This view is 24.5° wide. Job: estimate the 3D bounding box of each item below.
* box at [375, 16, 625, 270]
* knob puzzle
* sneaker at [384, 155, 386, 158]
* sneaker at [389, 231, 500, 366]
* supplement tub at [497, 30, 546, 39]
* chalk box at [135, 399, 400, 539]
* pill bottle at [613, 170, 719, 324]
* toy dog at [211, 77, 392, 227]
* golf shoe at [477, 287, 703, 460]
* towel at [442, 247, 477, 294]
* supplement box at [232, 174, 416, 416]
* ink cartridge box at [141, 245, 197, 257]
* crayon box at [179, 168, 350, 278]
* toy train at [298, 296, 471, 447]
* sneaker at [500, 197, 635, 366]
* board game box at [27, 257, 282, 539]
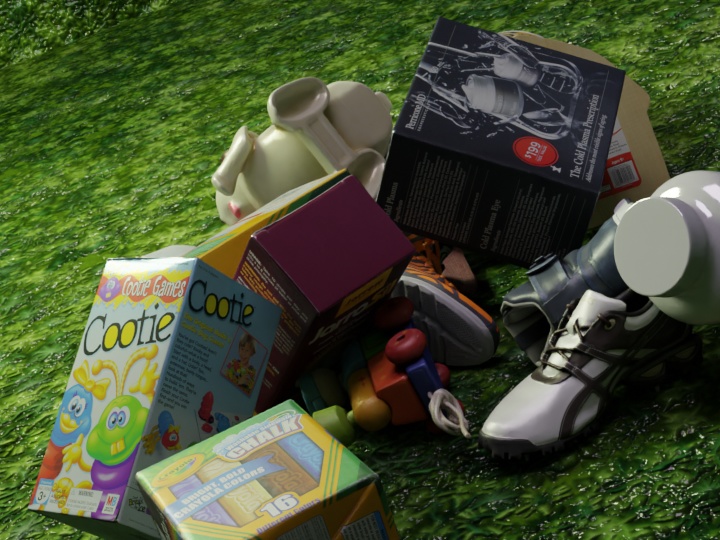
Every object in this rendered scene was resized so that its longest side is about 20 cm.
[{"bbox_3d":[0.124,-0.111,1.463,0.181,0.104,0.200,16,40,4],"label":"box"},{"bbox_3d":[0.182,-0.130,1.584,0.219,0.220,0.030,-19,-9,-1],"label":"knob puzzle"},{"bbox_3d":[0.049,-0.084,1.639,0.075,0.085,0.200,-6,7,-16],"label":"sneaker"},{"bbox_3d":[0.060,0.006,1.432,0.200,0.078,0.112,28,46,33],"label":"sneaker"},{"bbox_3d":[0.146,-0.174,1.716,0.144,0.145,0.200,-9,6,23],"label":"supplement tub"},{"bbox_3d":[-0.061,0.177,1.097,0.124,0.125,0.200,-25,23,-15],"label":"chalk box"},{"bbox_3d":[0.276,-0.016,1.208,0.199,0.111,0.111,0,5,-41],"label":"pill bottle"},{"bbox_3d":[-0.071,-0.108,1.659,0.200,0.140,0.194,-35,16,43],"label":"toy dog"},{"bbox_3d":[0.160,0.065,1.231,0.200,0.095,0.078,-30,25,-24],"label":"golf shoe"},{"bbox_3d":[0.000,0.000,1.553,0.199,0.023,0.144,-4,20,-5],"label":"towel"},{"bbox_3d":[-0.045,0.027,1.359,0.110,0.086,0.200,-32,-16,-31],"label":"supplement box"},{"bbox_3d":[-0.159,-0.009,1.700,0.199,0.047,0.160,-24,10,-6],"label":"ink cartridge box"},{"bbox_3d":[-0.103,-0.013,1.461,0.200,0.052,0.126,-32,8,-27],"label":"crayon box"},{"bbox_3d":[0.015,0.106,1.278,0.115,0.085,0.200,-28,21,4],"label":"toy train"},{"bbox_3d":[0.187,0.013,1.356,0.146,0.077,0.202,-42,-11,9],"label":"sneaker"},{"bbox_3d":[-0.152,0.102,1.243,0.103,0.105,0.201,0,67,40],"label":"board game box"}]
